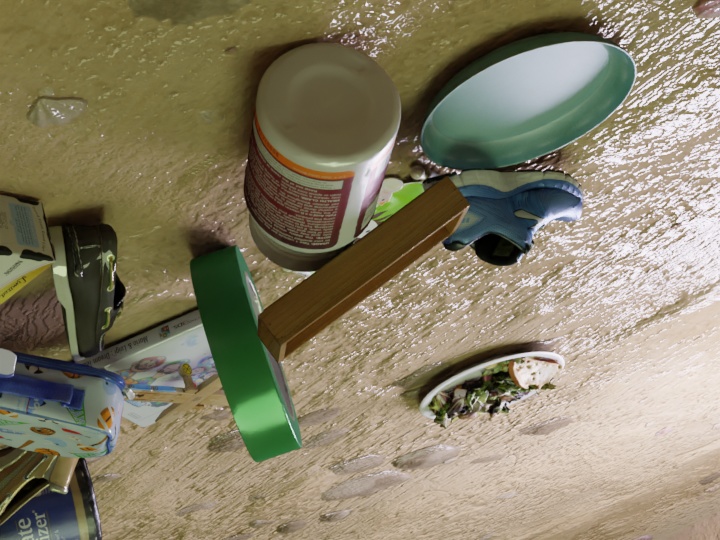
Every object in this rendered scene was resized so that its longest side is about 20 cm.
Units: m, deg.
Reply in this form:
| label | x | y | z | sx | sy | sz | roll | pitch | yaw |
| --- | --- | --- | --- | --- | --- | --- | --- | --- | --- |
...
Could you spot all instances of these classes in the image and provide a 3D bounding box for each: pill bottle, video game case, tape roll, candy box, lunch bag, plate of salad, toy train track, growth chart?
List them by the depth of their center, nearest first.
| label | x | y | z | sx | sy | sz | roll | pitch | yaw |
| --- | --- | --- | --- | --- | --- | --- | --- | --- | --- |
| candy box | -0.368 | -0.013 | 1.300 | 0.136 | 0.061 | 0.200 | -34 | 153 | 33 |
| pill bottle | -0.037 | -0.085 | 1.317 | 0.114 | 0.114 | 0.200 | -12 | 156 | -15 |
| tape roll | -0.107 | 0.078 | 1.516 | 0.048 | 0.201 | 0.201 | -19 | 157 | 0 |
| lunch bag | -0.315 | 0.119 | 1.521 | 0.199 | 0.076 | 0.160 | 11 | 161 | -6 |
| growth chart | 0.017 | -0.039 | 1.583 | 0.200 | 0.018 | 0.145 | -33 | 152 | 29 |
| toy train track | -0.206 | 0.119 | 1.684 | 0.115 | 0.033 | 0.200 | -35 | 153 | 32 |
| video game case | -0.199 | 0.106 | 1.734 | 0.182 | 0.024 | 0.200 | -23 | 156 | 10 |
| pill bottle | -0.408 | 0.286 | 1.867 | 0.199 | 0.112 | 0.112 | -12 | 156 | -15 |
| plate of salad | 0.174 | 0.160 | 2.098 | 0.199 | 0.048 | 0.200 | -16 | 157 | -7 |

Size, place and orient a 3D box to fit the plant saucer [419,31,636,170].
| label | x | y | z | sx | sy | sz | roll | pitch | yaw |
| --- | --- | --- | --- | --- | --- | --- | --- | --- | --- |
| plant saucer | 0.143 | -0.152 | 1.415 | 0.199 | 0.027 | 0.200 | -16 | 157 | -7 |

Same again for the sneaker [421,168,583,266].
| label | x | y | z | sx | sy | sz | roll | pitch | yaw |
| --- | --- | --- | --- | --- | --- | --- | --- | --- | --- |
| sneaker | 0.138 | -0.048 | 1.527 | 0.200 | 0.090 | 0.078 | -4 | 177 | -42 |

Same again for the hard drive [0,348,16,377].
| label | x | y | z | sx | sy | sz | roll | pitch | yaw |
| --- | --- | --- | --- | --- | --- | --- | --- | --- | --- |
| hard drive | -0.410 | 0.063 | 1.363 | 0.199 | 0.025 | 0.132 | 3 | 169 | 32 |

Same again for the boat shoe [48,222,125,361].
| label | x | y | z | sx | sy | sz | roll | pitch | yaw |
| --- | --- | --- | --- | --- | --- | --- | --- | --- | --- |
| boat shoe | -0.242 | 0.023 | 1.457 | 0.060 | 0.072 | 0.201 | -10 | 153 | -9 |

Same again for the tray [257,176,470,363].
| label | x | y | z | sx | sy | sz | roll | pitch | yaw |
| --- | --- | --- | --- | --- | --- | --- | --- | --- | --- |
| tray | 0.000 | 0.000 | 1.386 | 0.200 | 0.037 | 0.099 | -36 | 173 | -10 |

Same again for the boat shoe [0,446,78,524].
| label | x | y | z | sx | sy | sz | roll | pitch | yaw |
| --- | --- | --- | --- | --- | --- | --- | --- | --- | --- |
| boat shoe | -0.322 | 0.201 | 1.688 | 0.200 | 0.076 | 0.072 | -37 | 156 | 11 |
